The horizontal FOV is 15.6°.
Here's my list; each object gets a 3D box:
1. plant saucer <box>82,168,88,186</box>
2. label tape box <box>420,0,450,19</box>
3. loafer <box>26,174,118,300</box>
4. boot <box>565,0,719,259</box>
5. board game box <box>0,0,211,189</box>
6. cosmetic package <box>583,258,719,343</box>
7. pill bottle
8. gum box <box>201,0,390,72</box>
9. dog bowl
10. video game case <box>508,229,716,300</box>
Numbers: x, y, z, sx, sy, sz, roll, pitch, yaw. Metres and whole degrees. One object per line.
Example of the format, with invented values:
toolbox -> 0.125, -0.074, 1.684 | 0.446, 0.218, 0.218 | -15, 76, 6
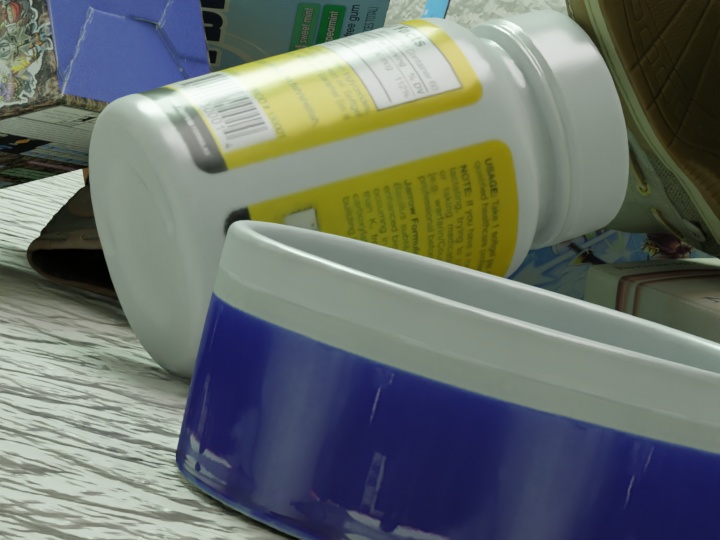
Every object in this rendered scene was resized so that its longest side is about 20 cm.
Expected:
plant saucer -> -0.063, -0.013, 1.358 | 0.199, 0.032, 0.200 | 29, -5, 3
label tape box -> -0.005, -0.082, 1.631 | 0.063, 0.202, 0.144 | 15, 3, -6
loafer -> -0.089, 0.002, 1.204 | 0.200, 0.063, 0.072 | 23, -34, 57
boot -> 0.101, -0.078, 1.166 | 0.154, 0.072, 0.200 | 12, -31, 43
board game box -> -0.192, -0.096, 1.232 | 0.199, 0.098, 0.159 | -12, -8, 22
cosmetic package -> 0.188, 0.055, 1.142 | 0.103, 0.088, 0.200 | -3, 12, -29
pill bottle -> 0.001, -0.037, 1.060 | 0.199, 0.115, 0.114 | -16, 17, -22
gum box -> -0.089, -0.134, 1.361 | 0.198, 0.045, 0.170 | 3, -29, -7
dog bowl -> 0.045, 0.048, 0.820 | 0.198, 0.079, 0.200 | 15, 4, -1
video game case -> 0.138, -0.010, 1.299 | 0.199, 0.183, 0.045 | 17, 5, 20
